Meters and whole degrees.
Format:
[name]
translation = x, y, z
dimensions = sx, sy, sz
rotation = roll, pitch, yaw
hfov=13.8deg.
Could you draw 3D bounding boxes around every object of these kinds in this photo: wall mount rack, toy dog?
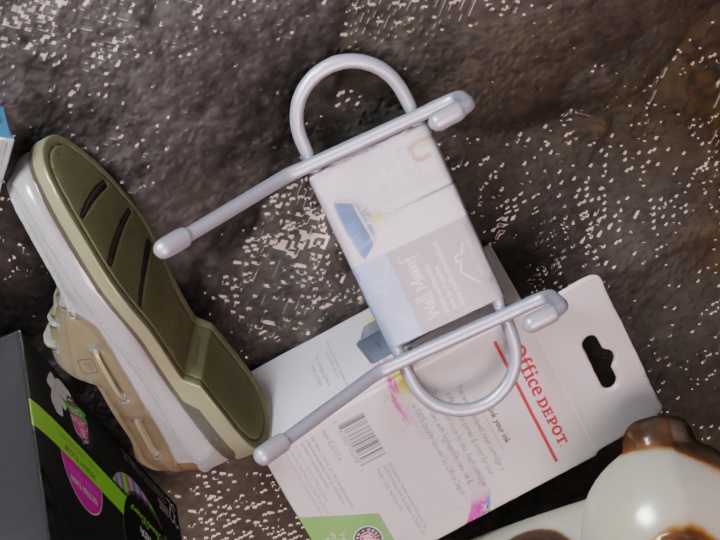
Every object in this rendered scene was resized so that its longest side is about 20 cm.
[wall mount rack]
translation = 0.000, 0.000, 1.484
dimensions = 0.174, 0.075, 0.200
rotation = -25, 100, 1
[toy dog]
translation = 0.133, 0.159, 1.599
dimensions = 0.194, 0.140, 0.200
rotation = 28, 134, -24

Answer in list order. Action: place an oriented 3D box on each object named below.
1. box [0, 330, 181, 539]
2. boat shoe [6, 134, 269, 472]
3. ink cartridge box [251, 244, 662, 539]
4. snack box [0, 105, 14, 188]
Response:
[box]
translation = -0.173, 0.152, 1.481
dimensions = 0.124, 0.149, 0.200
rotation = -20, 145, 10
[boat shoe]
translation = -0.126, 0.025, 1.499
dimensions = 0.068, 0.075, 0.200
rotation = -23, 114, 23
[ink cartridge box]
translation = 0.048, 0.069, 1.590
dimensions = 0.200, 0.067, 0.117
rotation = -27, 126, 1
[snack box]
translation = -0.252, 0.004, 1.469
dimensions = 0.116, 0.037, 0.200
rotation = 7, 119, -23
